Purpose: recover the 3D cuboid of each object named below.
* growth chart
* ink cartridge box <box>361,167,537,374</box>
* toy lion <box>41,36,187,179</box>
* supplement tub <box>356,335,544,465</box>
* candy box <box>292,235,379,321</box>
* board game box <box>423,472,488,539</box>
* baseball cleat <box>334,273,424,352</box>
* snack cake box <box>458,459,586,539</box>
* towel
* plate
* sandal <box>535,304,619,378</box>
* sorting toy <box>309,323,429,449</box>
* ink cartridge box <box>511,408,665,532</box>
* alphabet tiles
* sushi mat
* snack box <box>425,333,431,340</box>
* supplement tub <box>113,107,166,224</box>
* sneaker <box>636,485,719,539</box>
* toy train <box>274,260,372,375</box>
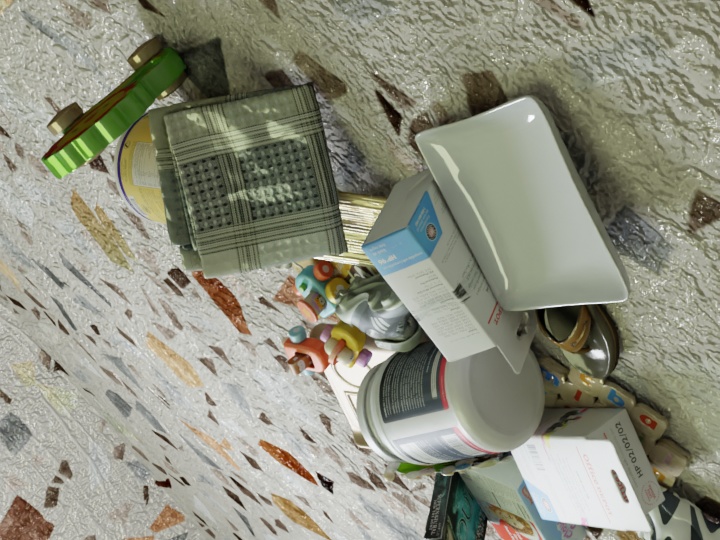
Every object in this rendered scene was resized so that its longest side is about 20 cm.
[{"bbox_3d":[0.123,0.230,1.485,0.145,0.197,0.018,-157,59,-88],"label":"growth chart"},{"bbox_3d":[0.098,0.008,1.238,0.067,0.116,0.201,-22,116,38],"label":"ink cartridge box"},{"bbox_3d":[-0.279,-0.182,1.381,0.069,0.200,0.192,51,172,-18],"label":"toy lion"},{"bbox_3d":[0.100,0.147,1.392,0.141,0.141,0.199,49,144,-16],"label":"supplement tub"},{"bbox_3d":[0.000,0.000,1.473,0.116,0.055,0.199,48,155,-13],"label":"candy box"},{"bbox_3d":[0.135,0.317,1.634,0.028,0.201,0.136,-10,131,24],"label":"board game box"},{"bbox_3d":[0.043,0.042,1.344,0.106,0.070,0.200,37,165,-16],"label":"baseball cleat"},{"bbox_3d":[0.215,0.304,1.623,0.114,0.067,0.201,17,149,42],"label":"snack cake box"},{"bbox_3d":[-0.126,-0.095,1.320,0.197,0.035,0.195,-8,105,13],"label":"towel"},{"bbox_3d":[0.153,-0.060,1.122,0.199,0.032,0.201,-9,111,62],"label":"plate"},{"bbox_3d":[0.209,0.043,1.215,0.081,0.055,0.201,24,150,34],"label":"sandal"},{"bbox_3d":[0.040,0.154,1.579,0.183,0.037,0.202,3,126,35],"label":"sorting toy"},{"bbox_3d":[0.259,0.219,1.348,0.199,0.067,0.116,-12,105,63],"label":"ink cartridge box"},{"bbox_3d":[0.278,0.174,1.380,0.199,0.015,0.196,35,156,17],"label":"alphabet tiles"},{"bbox_3d":[0.014,-0.041,1.337,0.198,0.012,0.097,10,130,23],"label":"sushi mat"},{"bbox_3d":[0.139,0.124,1.504,0.200,0.024,0.072,43,156,-1],"label":"snack box"},{"bbox_3d":[-0.193,-0.122,1.459,0.199,0.146,0.146,10,141,50],"label":"supplement tub"},{"bbox_3d":[0.343,0.326,1.371,0.198,0.130,0.080,26,160,22],"label":"sneaker"},{"bbox_3d":[-0.066,0.070,1.505,0.149,0.056,0.202,14,135,32],"label":"toy train"}]
